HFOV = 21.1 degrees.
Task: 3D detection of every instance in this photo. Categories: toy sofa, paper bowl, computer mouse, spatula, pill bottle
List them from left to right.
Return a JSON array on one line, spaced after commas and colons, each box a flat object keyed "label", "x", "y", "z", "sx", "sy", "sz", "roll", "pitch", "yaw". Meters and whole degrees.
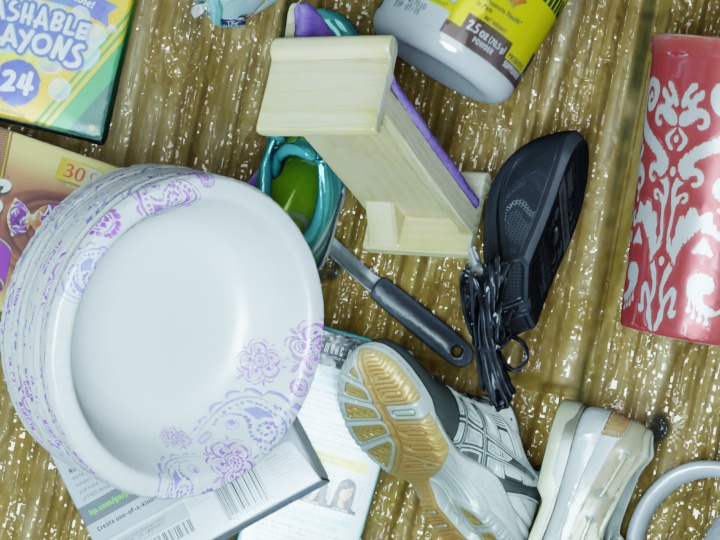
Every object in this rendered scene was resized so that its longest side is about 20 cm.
[{"label": "paper bowl", "x": -0.130, "y": 0.033, "z": 1.195, "sx": 0.201, "sy": 0.104, "sz": 0.201, "roll": -11, "pitch": 107, "yaw": -38}, {"label": "spatula", "x": 0.000, "y": 0.000, "z": 1.344, "sx": 0.200, "sy": 0.021, "sz": 0.057, "roll": 39, "pitch": 82, "yaw": -4}, {"label": "toy sofa", "x": 0.016, "y": -0.090, "z": 1.250, "sx": 0.083, "sy": 0.200, "sz": 0.098, "roll": 3, "pitch": 67, "yaw": 25}, {"label": "pill bottle", "x": 0.101, "y": -0.221, "z": 1.308, "sx": 0.109, "sy": 0.109, "sz": 0.200, "roll": 30, "pitch": 88, "yaw": -4}, {"label": "computer mouse", "x": 0.101, "y": -0.019, "z": 1.294, "sx": 0.053, "sy": 0.139, "sz": 0.200, "roll": 12, "pitch": 50, "yaw": 19}]

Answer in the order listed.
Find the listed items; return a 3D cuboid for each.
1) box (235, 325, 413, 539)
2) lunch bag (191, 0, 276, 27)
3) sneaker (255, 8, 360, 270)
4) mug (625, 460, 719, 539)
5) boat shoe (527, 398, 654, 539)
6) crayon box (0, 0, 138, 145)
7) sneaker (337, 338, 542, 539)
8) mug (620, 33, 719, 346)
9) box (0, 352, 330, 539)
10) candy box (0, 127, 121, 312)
[{"label": "box", "x": -0.031, "y": 0.140, "z": 1.327, "sx": 0.082, "sy": 0.049, "sz": 0.200, "roll": 16, "pitch": 89, "yaw": -4}, {"label": "lunch bag", "x": -0.040, "y": -0.241, "z": 1.273, "sx": 0.200, "sy": 0.160, "sz": 0.077, "roll": -37, "pitch": 92, "yaw": -4}, {"label": "sneaker", "x": -0.032, "y": -0.086, "z": 1.305, "sx": 0.077, "sy": 0.080, "sz": 0.200, "roll": 8, "pitch": 75, "yaw": 2}, {"label": "mug", "x": 0.276, "y": 0.205, "z": 1.315, "sx": 0.200, "sy": 0.148, "sz": 0.175, "roll": 23, "pitch": 82, "yaw": 26}, {"label": "boat shoe", "x": 0.149, "y": 0.192, "z": 1.316, "sx": 0.068, "sy": 0.075, "sz": 0.200, "roll": 13, "pitch": 98, "yaw": 16}, {"label": "crayon box", "x": -0.214, "y": -0.197, "z": 1.314, "sx": 0.126, "sy": 0.052, "sz": 0.200, "roll": 13, "pitch": 88, "yaw": -4}, {"label": "sneaker", "x": 0.057, "y": 0.106, "z": 1.299, "sx": 0.200, "sy": 0.076, "sz": 0.088, "roll": 56, "pitch": 52, "yaw": -32}, {"label": "mug", "x": 0.261, "y": -0.048, "z": 1.298, "sx": 0.177, "sy": 0.133, "sz": 0.200, "roll": 13, "pitch": 94, "yaw": 40}, {"label": "box", "x": -0.135, "y": 0.090, "z": 1.293, "sx": 0.156, "sy": 0.041, "sz": 0.200, "roll": -30, "pitch": 79, "yaw": 3}, {"label": "candy box", "x": -0.240, "y": -0.034, "z": 1.282, "sx": 0.200, "sy": 0.056, "sz": 0.117, "roll": 19, "pitch": 86, "yaw": 11}]
